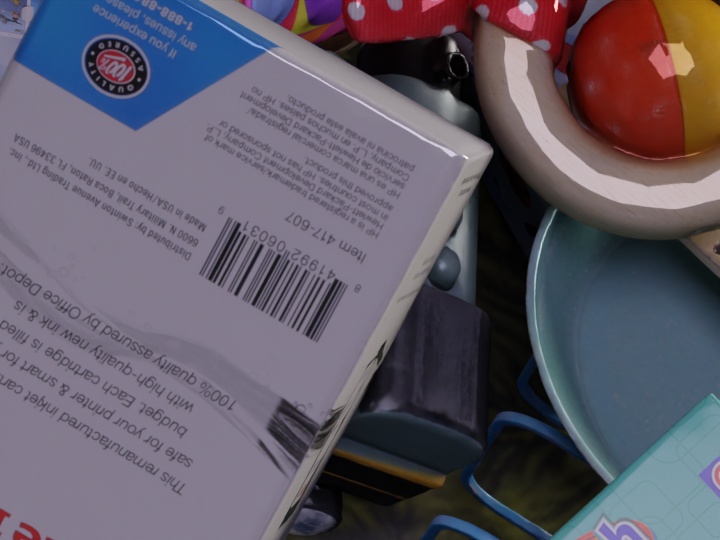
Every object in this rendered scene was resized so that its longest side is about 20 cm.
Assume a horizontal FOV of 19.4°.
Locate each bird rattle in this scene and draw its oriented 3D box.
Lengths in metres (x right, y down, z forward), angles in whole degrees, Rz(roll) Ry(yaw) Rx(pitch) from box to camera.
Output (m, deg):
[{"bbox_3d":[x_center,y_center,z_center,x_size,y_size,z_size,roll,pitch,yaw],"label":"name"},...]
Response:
[{"bbox_3d":[0.095,-0.092,0.739,0.199,0.113,0.164,-11,76,-15],"label":"bird rattle"}]

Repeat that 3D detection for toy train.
[{"bbox_3d":[0.000,0.000,0.808,0.085,0.114,0.201,24,57,-34],"label":"toy train"}]

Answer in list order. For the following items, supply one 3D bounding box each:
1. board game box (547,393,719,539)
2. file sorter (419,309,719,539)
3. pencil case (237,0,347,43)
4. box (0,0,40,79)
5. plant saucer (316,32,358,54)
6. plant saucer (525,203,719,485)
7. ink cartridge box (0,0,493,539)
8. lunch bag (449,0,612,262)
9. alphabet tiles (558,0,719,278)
[{"bbox_3d":[0.047,0.127,0.623,0.152,0.200,0.045,-39,76,-16],"label":"board game box"},{"bbox_3d":[0.073,0.137,0.799,0.122,0.139,0.201,31,71,5],"label":"file sorter"},{"bbox_3d":[-0.009,-0.134,0.828,0.200,0.088,0.089,-27,78,-43],"label":"pencil case"},{"bbox_3d":[-0.138,-0.068,0.832,0.200,0.038,0.137,43,70,-23],"label":"box"},{"bbox_3d":[-0.033,-0.186,0.874,0.034,0.200,0.201,13,65,40],"label":"plant saucer"},{"bbox_3d":[0.152,0.031,0.754,0.199,0.036,0.201,5,56,-8],"label":"plant saucer"},{"bbox_3d":[-0.068,0.013,0.698,0.145,0.084,0.201,30,99,6],"label":"ink cartridge box"},{"bbox_3d":[0.151,-0.070,0.879,0.199,0.124,0.171,-29,79,-7],"label":"lunch bag"},{"bbox_3d":[0.191,-0.035,0.781,0.167,0.008,0.200,-34,70,-29],"label":"alphabet tiles"}]
